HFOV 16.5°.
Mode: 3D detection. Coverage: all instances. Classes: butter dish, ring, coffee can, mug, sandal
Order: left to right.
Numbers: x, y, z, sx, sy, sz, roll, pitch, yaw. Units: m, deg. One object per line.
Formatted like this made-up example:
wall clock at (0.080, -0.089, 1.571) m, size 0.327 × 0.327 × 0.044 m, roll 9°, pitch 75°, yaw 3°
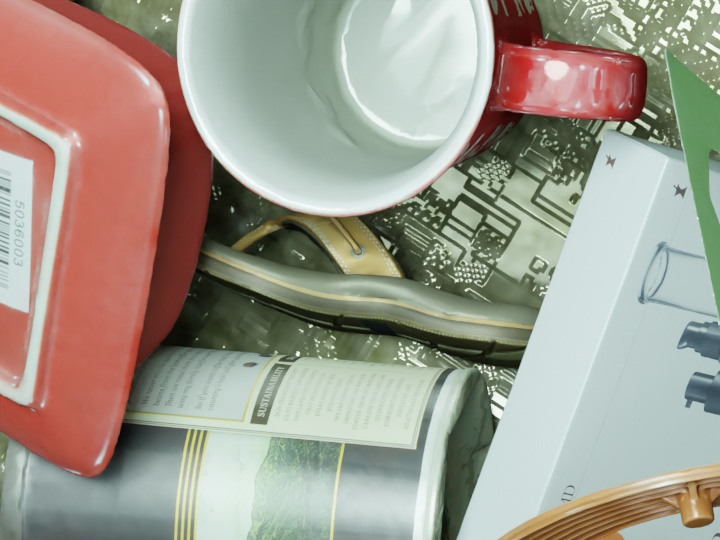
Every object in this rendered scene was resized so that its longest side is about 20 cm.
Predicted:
butter dish at (-0.136, -0.044, 1.105) m, size 0.199 × 0.147 × 0.201 m, roll 28°, pitch 121°, yaw 28°
coffee can at (-0.048, 0.109, 1.147) m, size 0.198 × 0.146 × 0.148 m, roll 4°, pitch 95°, yaw 13°
sandal at (0.000, 0.000, 1.166) m, size 0.198 × 0.080 × 0.054 m, roll 12°, pitch 82°, yaw 11°
mug at (0.028, -0.083, 1.085) m, size 0.177 × 0.200 × 0.134 m, roll 37°, pitch 101°, yaw 8°
ring at (0.144, 0.125, 1.029) m, size 0.199 × 0.200 × 0.019 m, roll -16°, pitch 62°, yaw 14°

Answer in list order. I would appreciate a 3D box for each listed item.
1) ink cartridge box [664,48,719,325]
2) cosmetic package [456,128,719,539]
ink cartridge box at (0.206, 0.001, 1.001) m, size 0.048 × 0.200 × 0.146 m, roll -30°, pitch 45°, yaw 27°
cosmetic package at (0.142, 0.053, 1.098) m, size 0.150 × 0.052 × 0.201 m, roll 13°, pitch 101°, yaw -33°
